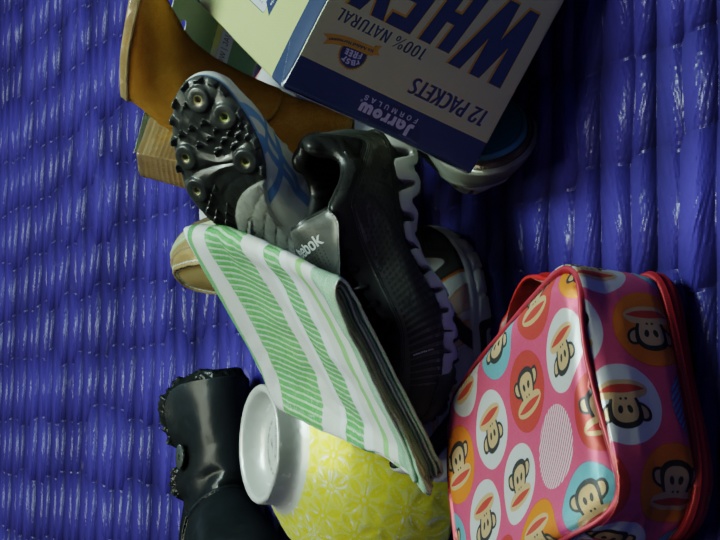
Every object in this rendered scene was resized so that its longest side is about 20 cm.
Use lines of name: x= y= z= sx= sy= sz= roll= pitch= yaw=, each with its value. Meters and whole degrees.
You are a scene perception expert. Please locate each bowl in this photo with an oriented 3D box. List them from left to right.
bowl: x=-0.019 y=0.117 z=1.487 sx=0.200 sy=0.107 sz=0.201 roll=-177 pitch=90 yaw=-68

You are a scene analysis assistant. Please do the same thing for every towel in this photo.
towel: x=-0.031 y=0.047 z=1.323 sx=0.200 sy=0.023 sz=0.153 roll=25 pitch=145 yaw=59

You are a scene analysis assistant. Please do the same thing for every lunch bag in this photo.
lunch bag: x=0.110 y=0.087 z=1.205 sx=0.200 sy=0.081 sz=0.177 roll=127 pitch=140 yaw=-55

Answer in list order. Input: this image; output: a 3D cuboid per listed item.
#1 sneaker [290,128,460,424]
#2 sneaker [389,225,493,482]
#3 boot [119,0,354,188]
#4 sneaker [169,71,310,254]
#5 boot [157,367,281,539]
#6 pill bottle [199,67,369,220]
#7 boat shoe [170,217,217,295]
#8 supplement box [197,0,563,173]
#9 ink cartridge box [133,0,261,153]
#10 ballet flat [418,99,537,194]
sneaker: x=0.000 y=0.000 z=1.321 sx=0.066 sy=0.090 sz=0.201 roll=-40 pitch=53 yaw=48
sneaker: x=0.042 y=0.048 z=1.385 sx=0.074 sy=0.080 sz=0.201 roll=112 pitch=153 yaw=-43
boot: x=-0.075 y=-0.110 z=1.402 sx=0.202 sy=0.143 sz=0.071 roll=88 pitch=-168 yaw=-56
sneaker: x=-0.052 y=-0.047 z=1.385 sx=0.072 sy=0.200 sz=0.073 roll=-15 pitch=31 yaw=34
boot: x=-0.111 y=0.161 z=1.747 sx=0.200 sy=0.076 sz=0.169 roll=157 pitch=110 yaw=-72
pill bottle: x=-0.050 y=-0.077 z=1.577 sx=0.200 sy=0.112 sz=0.113 roll=133 pitch=135 yaw=-57
boat shoe: x=-0.055 y=0.001 z=1.518 sx=0.199 sy=0.072 sz=0.077 roll=-8 pitch=60 yaw=37
supplement box: x=0.023 y=-0.198 z=1.310 sx=0.201 sy=0.134 sz=0.200 roll=-62 pitch=28 yaw=12
ink cartridge box: x=-0.091 y=-0.176 z=1.631 sx=0.200 sy=0.048 sz=0.146 roll=-54 pitch=-15 yaw=-55
ballet flat: x=0.065 y=-0.083 z=1.383 sx=0.200 sy=0.067 sz=0.064 roll=-130 pitch=20 yaw=-60
